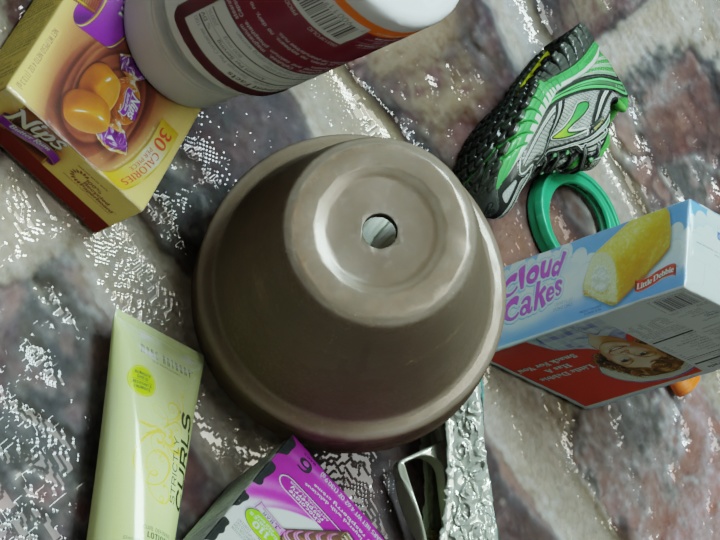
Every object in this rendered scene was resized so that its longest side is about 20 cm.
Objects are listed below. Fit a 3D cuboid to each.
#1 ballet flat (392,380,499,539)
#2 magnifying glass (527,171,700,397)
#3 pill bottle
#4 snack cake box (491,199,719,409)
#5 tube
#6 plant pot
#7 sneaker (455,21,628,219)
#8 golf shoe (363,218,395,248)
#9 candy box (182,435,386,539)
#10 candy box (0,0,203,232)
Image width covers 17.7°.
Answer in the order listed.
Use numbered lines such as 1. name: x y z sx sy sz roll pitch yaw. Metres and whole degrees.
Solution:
1. ballet flat: 0.052 0.113 1.530 0.072 0.072 0.200 5 72 -41
2. magnifying glass: 0.190 0.010 1.722 0.200 0.022 0.080 53 48 -13
3. pill bottle: -0.043 -0.169 1.370 0.114 0.200 0.114 16 67 -40
4. snack cake box: 0.189 0.027 1.587 0.115 0.200 0.067 25 60 -34
5. tube: -0.131 0.124 1.370 0.052 0.058 0.200 5 61 2
6. plant pot: 0.000 0.000 1.392 0.200 0.175 0.200 1 77 -6
7. sneaker: 0.139 -0.098 1.663 0.085 0.078 0.200 47 49 -7
8. golf shoe: 0.016 0.027 1.508 0.075 0.091 0.200 43 52 -25
9. candy box: -0.044 0.195 1.347 0.136 0.061 0.200 48 24 -3
10. candy box: -0.149 -0.137 1.439 0.117 0.056 0.200 44 52 -23
